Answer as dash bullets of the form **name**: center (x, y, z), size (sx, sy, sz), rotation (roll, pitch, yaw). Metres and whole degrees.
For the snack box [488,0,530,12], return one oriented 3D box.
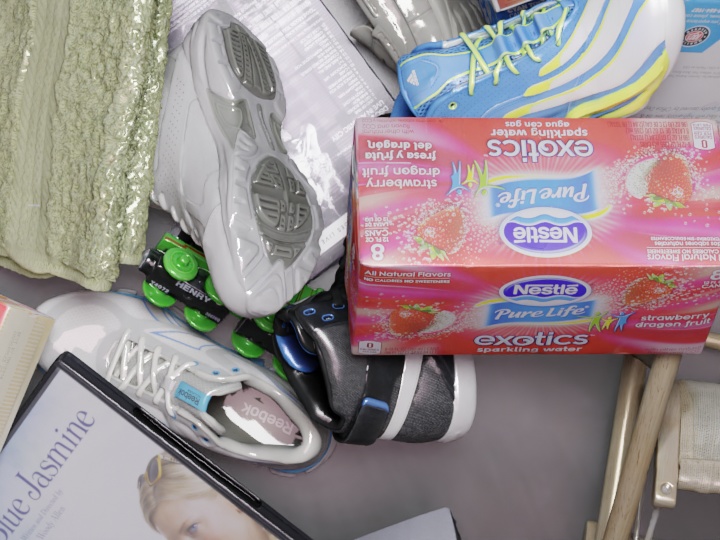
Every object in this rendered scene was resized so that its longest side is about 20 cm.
- **snack box**: center (0.082, -0.211, 1.222), size (0.072, 0.200, 0.024), rotation (-20, 125, -1)

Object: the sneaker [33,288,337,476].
- **sneaker**: center (-0.105, 0.063, 1.257), size (0.199, 0.087, 0.075), rotation (21, 90, 0)

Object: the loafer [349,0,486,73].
- **loafer**: center (0.029, -0.150, 1.279), size (0.070, 0.070, 0.201), rotation (-23, 93, 28)

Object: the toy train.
- **toy train**: center (-0.040, 0.032, 1.262), size (0.199, 0.042, 0.057), rotation (31, 45, -11)

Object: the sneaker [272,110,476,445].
- **sneaker**: center (0.000, 0.000, 1.220), size (0.111, 0.073, 0.201), rotation (0, 72, -27)

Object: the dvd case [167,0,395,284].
- **dvd case**: center (-0.063, -0.093, 1.294), size (0.148, 0.016, 0.200), rotation (-37, 91, -2)

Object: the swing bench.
- **swing bench**: center (0.242, 0.142, 1.247), size (0.198, 0.130, 0.201), rotation (12, 94, -2)

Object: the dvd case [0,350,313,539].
- **dvd case**: center (-0.134, 0.159, 1.260), size (0.200, 0.018, 0.143), rotation (38, 114, 0)

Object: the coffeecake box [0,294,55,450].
- **coffeecake box**: center (-0.301, 0.058, 1.232), size (0.199, 0.073, 0.154), rotation (22, 88, 15)

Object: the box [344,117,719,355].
- **box**: center (0.092, -0.017, 1.146), size (0.199, 0.100, 0.096), rotation (0, 59, -3)

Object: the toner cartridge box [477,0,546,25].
- **toner cartridge box**: center (0.167, -0.188, 1.268), size (0.199, 0.043, 0.095), rotation (-16, 56, -2)

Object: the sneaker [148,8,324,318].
- **sneaker**: center (-0.084, -0.047, 1.226), size (0.099, 0.078, 0.201), rotation (-33, 49, 28)

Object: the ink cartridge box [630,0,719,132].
- **ink cartridge box**: center (0.165, -0.107, 1.225), size (0.115, 0.200, 0.068), rotation (-2, 52, -33)

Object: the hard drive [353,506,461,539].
- **hard drive**: center (-0.020, 0.226, 1.242), size (0.199, 0.042, 0.135), rotation (-23, 131, -3)

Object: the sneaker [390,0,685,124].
- **sneaker**: center (0.085, -0.103, 1.146), size (0.105, 0.200, 0.076), rotation (-5, 69, -33)

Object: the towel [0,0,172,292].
- **towel**: center (-0.172, -0.094, 1.242), size (0.148, 0.036, 0.201), rotation (10, 92, 41)
